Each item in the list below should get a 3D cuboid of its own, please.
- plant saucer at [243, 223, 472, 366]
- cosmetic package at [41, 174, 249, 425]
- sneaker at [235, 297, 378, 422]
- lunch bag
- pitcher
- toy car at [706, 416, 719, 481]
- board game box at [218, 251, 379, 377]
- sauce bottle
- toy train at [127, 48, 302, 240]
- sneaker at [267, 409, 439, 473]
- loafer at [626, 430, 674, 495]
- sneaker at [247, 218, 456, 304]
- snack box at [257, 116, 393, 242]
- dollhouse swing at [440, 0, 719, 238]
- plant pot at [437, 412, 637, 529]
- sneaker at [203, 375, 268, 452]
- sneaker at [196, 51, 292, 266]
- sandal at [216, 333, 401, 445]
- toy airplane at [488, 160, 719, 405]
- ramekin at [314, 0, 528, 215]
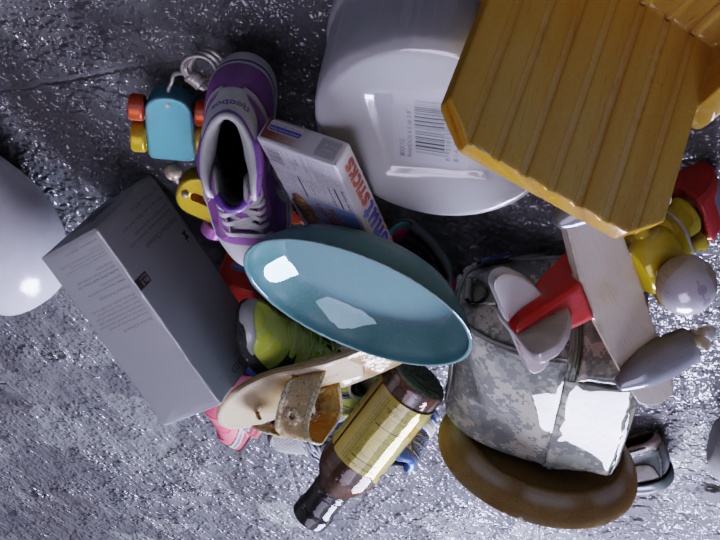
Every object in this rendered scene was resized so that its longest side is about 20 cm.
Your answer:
[{"bbox_3d":[0.002,0.015,1.018,0.199,0.036,0.200,20,157,9],"label":"plant saucer"},{"bbox_3d":[-0.188,0.030,1.164,0.081,0.113,0.200,-25,109,33],"label":"cosmetic package"},{"bbox_3d":[-0.048,0.079,1.202,0.076,0.076,0.200,-17,143,27],"label":"sneaker"},{"bbox_3d":[0.161,0.079,1.121,0.167,0.140,0.200,6,144,4],"label":"lunch bag"},{"bbox_3d":[-0.377,-0.061,1.188,0.171,0.121,0.200,10,137,43],"label":"pitcher"},{"bbox_3d":[0.418,0.184,1.150,0.174,0.150,0.200,12,143,6],"label":"toy car"},{"bbox_3d":[-0.056,0.067,1.273,0.199,0.040,0.153,17,143,-1],"label":"board game box"},{"bbox_3d":[0.003,0.172,1.213,0.065,0.065,0.200,29,115,-17],"label":"sauce bottle"},{"bbox_3d":[-0.103,-0.105,1.067,0.150,0.056,0.200,-28,121,25],"label":"toy train"},{"bbox_3d":[-0.019,0.178,1.297,0.199,0.085,0.077,-9,136,31],"label":"sneaker"},{"bbox_3d":[0.229,0.202,1.329,0.199,0.072,0.063,-8,118,19],"label":"loafer"},{"bbox_3d":[0.000,0.000,1.129,0.199,0.084,0.121,14,146,-4],"label":"sneaker"},{"bbox_3d":[-0.018,-0.046,0.990,0.072,0.024,0.200,21,158,26],"label":"snack box"},{"bbox_3d":[0.175,-0.154,0.791,0.200,0.176,0.182,28,142,-13],"label":"dollhouse swing"},{"bbox_3d":[0.174,0.170,1.205,0.199,0.200,0.028,15,120,2],"label":"plant pot"},{"bbox_3d":[-0.141,0.140,1.363,0.087,0.074,0.200,31,160,-4],"label":"sneaker"},{"bbox_3d":[-0.100,-0.059,0.996,0.072,0.115,0.201,-1,130,5],"label":"sneaker"},{"bbox_3d":[-0.041,0.123,1.138,0.211,0.070,0.078,-28,145,18],"label":"sandal"},{"bbox_3d":[0.197,0.004,0.937,0.199,0.200,0.141,8,-171,-40],"label":"toy airplane"},{"bbox_3d":[0.062,-0.132,0.927,0.200,0.098,0.201,10,143,8],"label":"ramekin"}]
